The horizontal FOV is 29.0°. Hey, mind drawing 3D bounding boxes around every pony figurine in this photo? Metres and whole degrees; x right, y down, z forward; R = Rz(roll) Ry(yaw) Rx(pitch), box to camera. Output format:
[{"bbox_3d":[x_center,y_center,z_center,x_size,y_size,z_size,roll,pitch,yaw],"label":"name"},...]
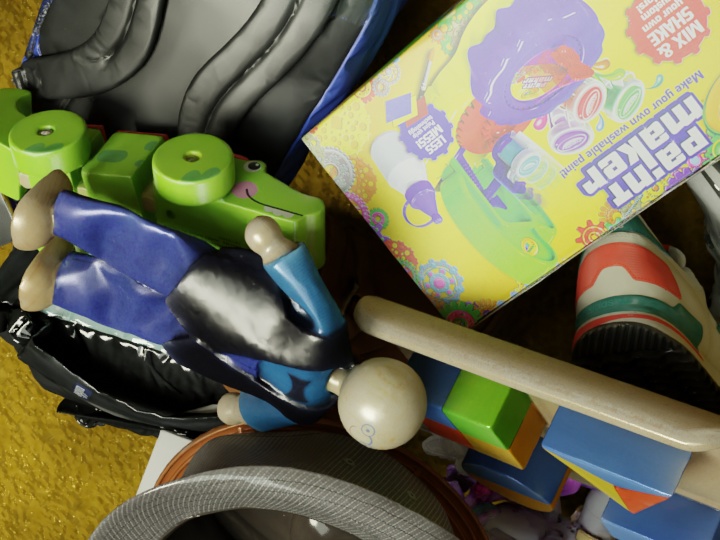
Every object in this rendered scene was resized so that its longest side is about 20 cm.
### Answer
[{"bbox_3d":[0.094,0.156,0.832,0.191,0.167,0.202,14,125,-9],"label":"pony figurine"}]

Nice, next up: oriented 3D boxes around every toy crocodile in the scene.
[{"bbox_3d":[-0.106,-0.042,0.675,0.198,0.062,0.068,13,134,19],"label":"toy crocodile"}]

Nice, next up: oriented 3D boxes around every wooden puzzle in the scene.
[{"bbox_3d":[0.102,0.088,0.656,0.184,0.200,0.047,18,76,32],"label":"wooden puzzle"}]

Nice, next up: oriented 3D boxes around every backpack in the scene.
[{"bbox_3d":[-0.064,-0.148,0.724,0.162,0.168,0.201,33,128,-3],"label":"backpack"},{"bbox_3d":[-0.105,0.038,0.835,0.198,0.167,0.128,14,73,14],"label":"backpack"}]

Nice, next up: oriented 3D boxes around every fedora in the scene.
[{"bbox_3d":[-0.029,0.137,0.661,0.198,0.091,0.178,20,125,-7],"label":"fedora"}]

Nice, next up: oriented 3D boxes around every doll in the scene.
[{"bbox_3d":[-0.060,0.026,0.629,0.198,0.049,0.137,22,136,14],"label":"doll"}]

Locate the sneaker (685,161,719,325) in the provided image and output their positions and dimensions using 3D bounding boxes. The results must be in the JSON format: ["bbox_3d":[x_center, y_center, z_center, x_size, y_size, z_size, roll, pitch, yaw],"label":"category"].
[{"bbox_3d":[0.199,0.018,0.748,0.115,0.076,0.201,-31,112,29],"label":"sneaker"}]

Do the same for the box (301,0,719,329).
[{"bbox_3d":[0.107,-0.102,0.673,0.199,0.193,0.122,-37,97,29],"label":"box"}]

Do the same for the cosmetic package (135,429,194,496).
[{"bbox_3d":[-0.084,0.145,0.858,0.082,0.200,0.051,17,75,2],"label":"cosmetic package"}]

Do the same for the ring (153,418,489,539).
[{"bbox_3d":[-0.024,0.164,0.741,0.198,0.019,0.203,7,120,12],"label":"ring"}]

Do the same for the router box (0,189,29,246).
[{"bbox_3d":[-0.250,-0.044,0.850,0.198,0.157,0.053,-17,107,25],"label":"router box"}]

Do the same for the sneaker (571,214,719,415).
[{"bbox_3d":[0.164,0.039,0.713,0.070,0.094,0.200,-14,145,28],"label":"sneaker"}]

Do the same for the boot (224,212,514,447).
[{"bbox_3d":[0.000,0.000,0.747,0.076,0.201,0.155,28,167,48],"label":"boot"}]
